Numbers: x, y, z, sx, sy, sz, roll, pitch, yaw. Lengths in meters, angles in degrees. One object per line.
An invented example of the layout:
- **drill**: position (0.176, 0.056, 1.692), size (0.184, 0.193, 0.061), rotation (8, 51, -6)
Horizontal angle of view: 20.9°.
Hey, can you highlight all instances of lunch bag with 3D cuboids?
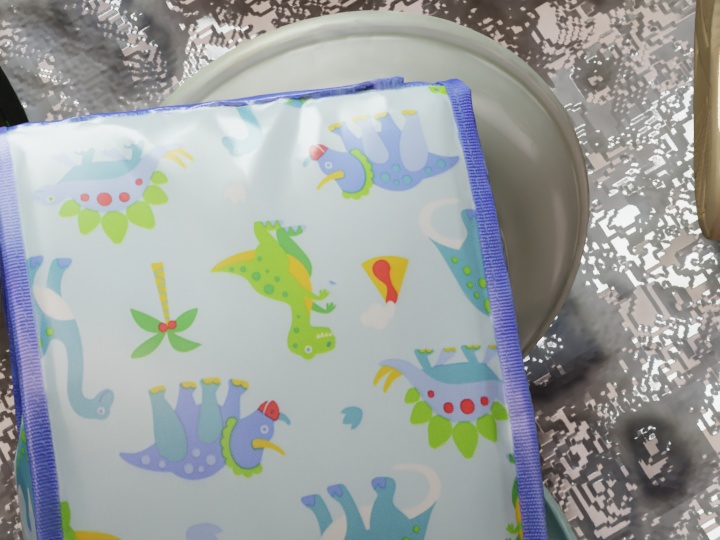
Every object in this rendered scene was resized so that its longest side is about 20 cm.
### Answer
- **lunch bag**: position (-0.035, 0.040, 0.665), size (0.170, 0.127, 0.200), rotation (-8, 96, -12)

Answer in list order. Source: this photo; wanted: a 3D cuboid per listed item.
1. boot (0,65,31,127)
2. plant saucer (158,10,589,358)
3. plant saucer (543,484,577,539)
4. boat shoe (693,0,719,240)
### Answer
- **boot**: position (-0.210, -0.020, 0.812), size (0.144, 0.200, 0.072), rotation (-26, 110, 1)
- **plant saucer**: position (0.000, 0.000, 0.754), size (0.200, 0.200, 0.050), rotation (-25, 36, 0)
- **plant saucer**: position (-0.009, 0.144, 0.737), size (0.200, 0.036, 0.200), rotation (2, 78, -10)
- **boat shoe**: position (0.179, -0.105, 0.828), size (0.065, 0.072, 0.200), rotation (7, 69, -1)
